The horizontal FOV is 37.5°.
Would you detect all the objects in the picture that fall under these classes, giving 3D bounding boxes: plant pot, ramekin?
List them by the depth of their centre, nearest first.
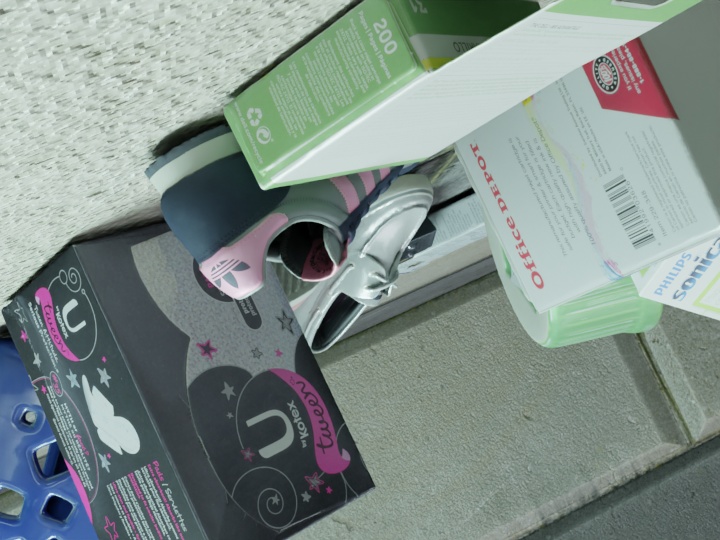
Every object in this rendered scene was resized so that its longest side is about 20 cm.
[{"bbox_3d":[-0.188,0.167,0.793,0.180,0.200,0.200,17,180,7],"label":"plant pot"},{"bbox_3d":[0.179,-0.028,0.939,0.098,0.200,0.200,-17,174,-4],"label":"ramekin"}]

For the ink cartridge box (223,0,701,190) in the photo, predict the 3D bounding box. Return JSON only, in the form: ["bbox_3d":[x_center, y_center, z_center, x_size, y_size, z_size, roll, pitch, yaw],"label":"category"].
[{"bbox_3d":[0.058,-0.102,0.466,0.200,0.048,0.146,-29,173,34],"label":"ink cartridge box"}]

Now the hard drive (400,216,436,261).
[{"bbox_3d":[-0.025,-0.004,1.024,0.200,0.042,0.135,-25,174,-1],"label":"hard drive"}]

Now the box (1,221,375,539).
[{"bbox_3d":[-0.103,0.078,0.646,0.132,0.200,0.115,-20,173,-44],"label":"box"}]

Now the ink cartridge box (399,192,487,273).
[{"bbox_3d":[0.120,-0.054,1.189,0.200,0.043,0.196,-24,176,12],"label":"ink cartridge box"}]

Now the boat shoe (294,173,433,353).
[{"bbox_3d":[0.000,0.000,0.886,0.072,0.069,0.200,4,143,-45],"label":"boat shoe"}]

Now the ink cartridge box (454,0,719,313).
[{"bbox_3d":[0.162,-0.073,0.677,0.086,0.148,0.200,-22,175,-25],"label":"ink cartridge box"}]

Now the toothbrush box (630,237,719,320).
[{"bbox_3d":[0.308,-0.034,0.765,0.200,0.086,0.146,17,125,-18],"label":"toothbrush box"}]

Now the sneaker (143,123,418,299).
[{"bbox_3d":[-0.023,-0.035,0.560,0.070,0.082,0.200,-30,172,40],"label":"sneaker"}]

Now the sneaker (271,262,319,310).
[{"bbox_3d":[-0.126,0.041,0.839,0.200,0.075,0.105,-26,171,-37],"label":"sneaker"}]
